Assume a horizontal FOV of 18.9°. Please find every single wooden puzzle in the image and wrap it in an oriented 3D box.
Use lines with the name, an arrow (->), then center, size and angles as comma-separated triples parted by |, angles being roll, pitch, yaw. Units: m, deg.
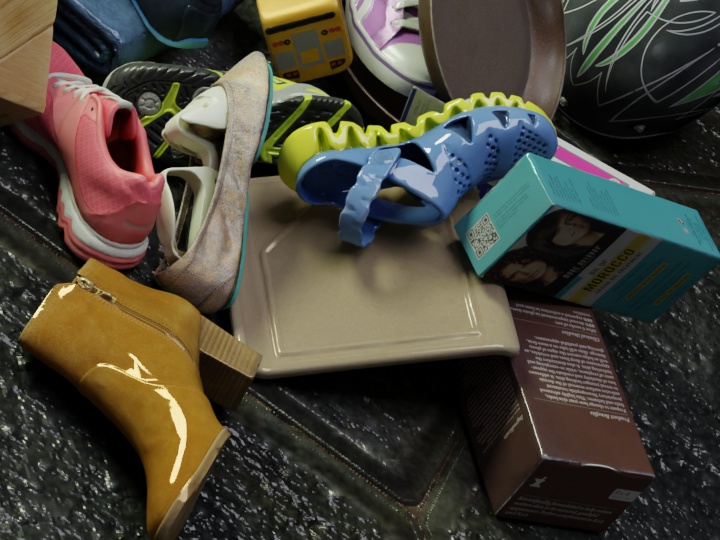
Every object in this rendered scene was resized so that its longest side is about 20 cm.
wooden puzzle -> 0.000, 0.000, 1.525 | 0.199, 0.037, 0.186 | -2, 48, -11

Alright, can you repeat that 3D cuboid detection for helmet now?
helmet -> 0.252, -0.214, 1.886 | 0.200, 0.200, 0.190 | 46, 21, 13

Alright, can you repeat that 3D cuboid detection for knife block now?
knife block -> -0.287, -0.167, 1.425 | 0.175, 0.064, 0.201 | 22, 66, -44

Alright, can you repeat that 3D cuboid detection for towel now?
towel -> -0.170, -0.214, 1.647 | 0.112, 0.049, 0.200 | 41, 36, 6

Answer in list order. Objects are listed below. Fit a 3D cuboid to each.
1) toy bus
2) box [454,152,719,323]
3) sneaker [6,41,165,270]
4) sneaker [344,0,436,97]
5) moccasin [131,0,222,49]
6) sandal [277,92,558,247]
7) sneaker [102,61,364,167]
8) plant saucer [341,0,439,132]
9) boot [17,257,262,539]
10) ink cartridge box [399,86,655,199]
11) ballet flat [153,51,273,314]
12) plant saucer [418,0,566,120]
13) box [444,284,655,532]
toy bus -> -0.053, -0.241, 1.726 | 0.065, 0.079, 0.201 | -15, 41, 3
box -> 0.166, -0.020, 1.555 | 0.199, 0.082, 0.049 | 14, 41, -43
sneaker -> -0.181, -0.099, 1.479 | 0.073, 0.087, 0.201 | -2, 51, -41
sneaker -> 0.039, -0.236, 1.726 | 0.072, 0.114, 0.201 | 12, 44, -31
moccasin -> -0.154, -0.253, 1.603 | 0.080, 0.068, 0.200 | -16, 61, -48
sandal -> 0.046, -0.065, 1.521 | 0.199, 0.080, 0.087 | -14, 52, -9
sneaker -> -0.100, -0.111, 1.591 | 0.199, 0.076, 0.076 | 11, 12, -26
plant saucer -> 0.056, -0.153, 1.773 | 0.199, 0.037, 0.201 | 21, 39, -19
boot -> -0.149, 0.078, 1.341 | 0.143, 0.071, 0.202 | 26, 34, -4
ink cartridge box -> 0.119, -0.068, 1.654 | 0.199, 0.095, 0.037 | 28, 47, 6
ballet flat -> -0.104, -0.071, 1.482 | 0.067, 0.068, 0.201 | 19, 61, -26
plant saucer -> 0.101, -0.193, 1.721 | 0.200, 0.032, 0.202 | 9, 79, -54
box -> 0.126, 0.082, 1.546 | 0.100, 0.075, 0.201 | 13, 41, -29
